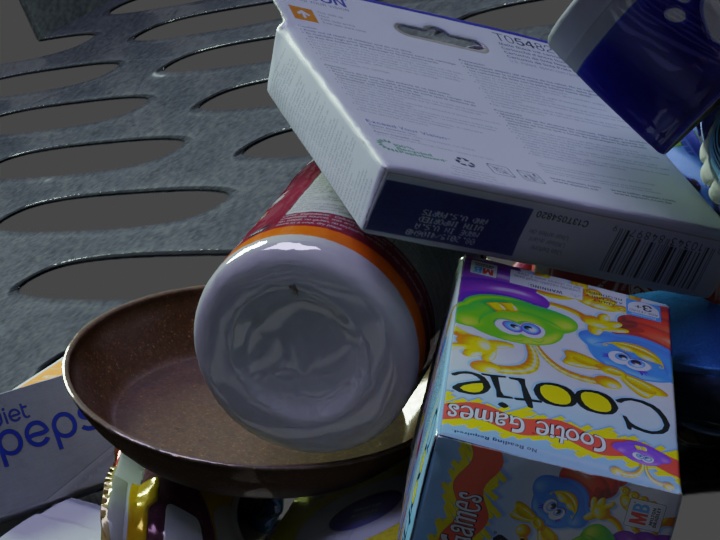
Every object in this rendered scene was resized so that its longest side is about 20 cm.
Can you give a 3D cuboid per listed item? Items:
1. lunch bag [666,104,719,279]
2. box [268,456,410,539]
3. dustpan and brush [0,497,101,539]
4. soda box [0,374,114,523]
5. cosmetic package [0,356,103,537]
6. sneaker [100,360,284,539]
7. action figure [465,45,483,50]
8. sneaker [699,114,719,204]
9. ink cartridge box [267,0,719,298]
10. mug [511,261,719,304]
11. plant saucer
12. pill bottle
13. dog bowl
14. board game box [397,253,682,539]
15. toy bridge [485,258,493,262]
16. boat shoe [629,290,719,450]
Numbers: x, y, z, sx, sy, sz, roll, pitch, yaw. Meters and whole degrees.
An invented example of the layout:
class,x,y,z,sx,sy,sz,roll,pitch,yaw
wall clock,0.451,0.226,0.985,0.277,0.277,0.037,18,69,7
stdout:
class,x,y,z,sx,sy,sz,roll,pitch,yaw
lunch bag,0.224,-0.053,1.358,0.150,0.094,0.200,4,46,-23
box,0.008,0.137,1.264,0.117,0.048,0.200,-17,18,22
dustpan and brush,-0.178,0.192,1.356,0.139,0.057,0.200,11,28,42
soda box,-0.138,0.086,1.507,0.200,0.068,0.063,-16,-6,-28
cosmetic package,-0.207,0.126,1.568,0.200,0.071,0.101,-35,19,-34
sneaker,-0.083,0.108,1.369,0.090,0.075,0.200,6,32,-1
action figure,0.092,-0.066,1.620,0.199,0.131,0.069,8,22,8
sneaker,0.234,-0.019,1.225,0.078,0.200,0.090,-31,-25,-23
ink cartridge box,0.058,-0.066,1.302,0.199,0.041,0.200,11,27,-26
mug,0.151,-0.014,1.482,0.133,0.178,0.200,14,25,1
plant saucer,-0.050,0.064,1.330,0.200,0.037,0.201,3,26,-1
pill bottle,0.000,0.000,1.304,0.109,0.110,0.200,-17,17,23
dog bowl,0.184,-0.149,1.235,0.200,0.079,0.200,-44,-4,-4
board game box,0.076,0.086,1.148,0.103,0.105,0.200,14,22,0
toy bridge,0.054,0.017,1.622,0.067,0.027,0.200,-19,13,0
boat shoe,0.159,0.059,1.268,0.084,0.069,0.200,-31,20,-18
